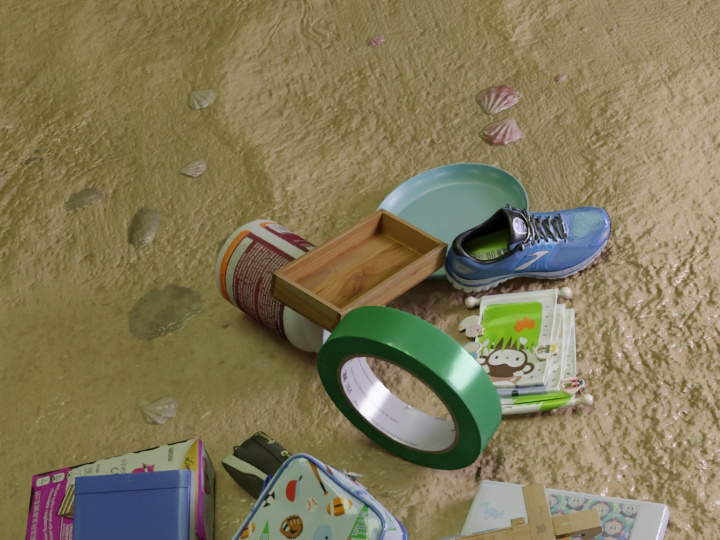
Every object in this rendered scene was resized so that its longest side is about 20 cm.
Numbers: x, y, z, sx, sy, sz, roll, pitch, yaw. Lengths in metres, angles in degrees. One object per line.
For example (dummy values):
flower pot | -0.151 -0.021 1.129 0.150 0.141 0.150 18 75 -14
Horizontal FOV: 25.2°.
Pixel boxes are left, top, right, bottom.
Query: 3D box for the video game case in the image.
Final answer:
video game case | 0.185 0.293 1.583 0.199 0.024 0.182 4 47 26

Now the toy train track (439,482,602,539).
toy train track | 0.138 0.271 1.581 0.199 0.033 0.115 -12 41 6

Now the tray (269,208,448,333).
tray | 0.000 0.000 1.812 0.098 0.037 0.200 30 40 26

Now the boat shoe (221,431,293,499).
boat shoe | -0.065 0.227 1.715 0.201 0.072 0.061 24 61 41

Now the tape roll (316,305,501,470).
tape roll | 0.050 0.124 1.682 0.200 0.201 0.048 14 51 33

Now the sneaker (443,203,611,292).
sneaker | 0.195 -0.033 1.857 0.199 0.089 0.079 -16 65 -4

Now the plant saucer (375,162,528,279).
plant saucer | 0.110 -0.056 1.982 0.199 0.027 0.201 -11 42 10

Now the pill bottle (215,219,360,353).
pill bottle | -0.070 0.026 1.899 0.114 0.114 0.200 -40 45 -21

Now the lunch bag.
lunch bag | -0.056 0.286 1.592 0.160 0.076 0.200 33 87 33

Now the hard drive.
hard drive | -0.235 0.310 1.659 0.131 0.025 0.201 -6 72 16

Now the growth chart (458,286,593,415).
growth chart | 0.180 0.091 1.806 0.144 0.018 0.200 -12 41 11

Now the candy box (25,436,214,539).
candy box | -0.261 0.269 1.756 0.199 0.061 0.137 -14 42 7
